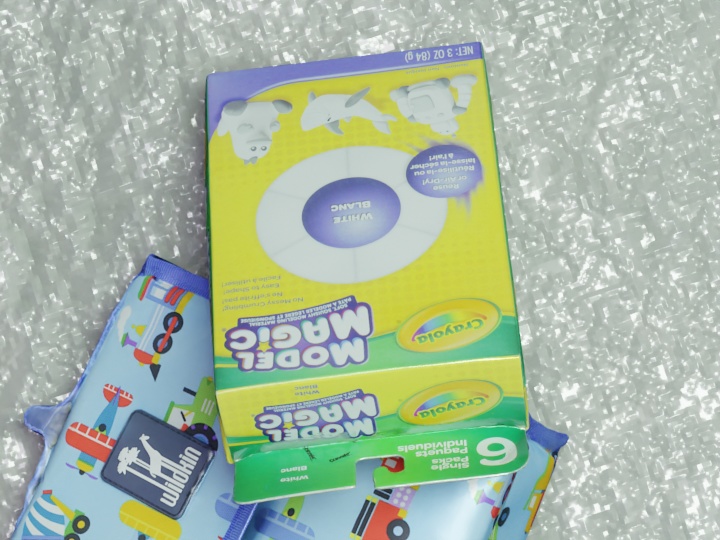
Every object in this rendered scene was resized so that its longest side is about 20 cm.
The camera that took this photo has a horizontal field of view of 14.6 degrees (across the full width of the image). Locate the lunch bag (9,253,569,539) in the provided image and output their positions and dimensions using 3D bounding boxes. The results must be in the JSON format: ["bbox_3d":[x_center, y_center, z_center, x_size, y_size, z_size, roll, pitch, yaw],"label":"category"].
[{"bbox_3d":[-0.042,0.092,1.118,0.200,0.094,0.151,22,86,17],"label":"lunch bag"}]

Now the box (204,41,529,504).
[{"bbox_3d":[0.000,0.000,1.078,0.117,0.048,0.200,-7,48,2],"label":"box"}]
